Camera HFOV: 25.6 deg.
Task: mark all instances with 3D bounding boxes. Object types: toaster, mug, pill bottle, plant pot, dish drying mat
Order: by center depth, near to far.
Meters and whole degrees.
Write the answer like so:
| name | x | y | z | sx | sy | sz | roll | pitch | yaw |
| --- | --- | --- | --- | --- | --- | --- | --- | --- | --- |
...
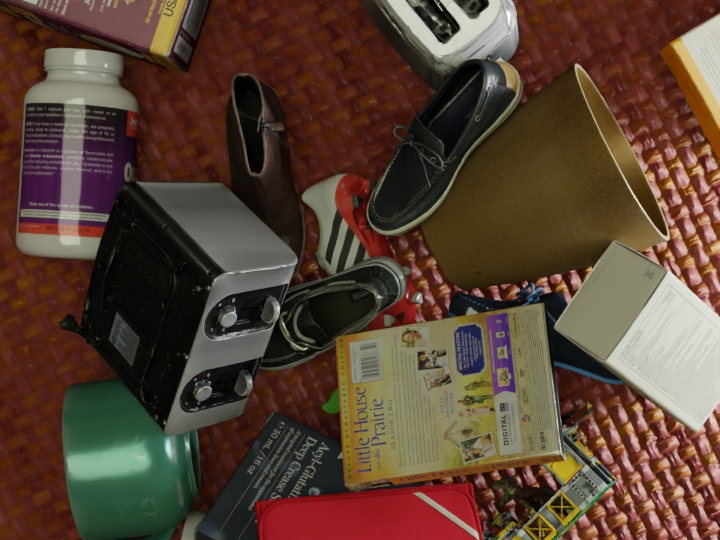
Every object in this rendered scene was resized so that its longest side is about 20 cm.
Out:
| name | x | y | z | sx | sy | sz | roll | pitch | yaw |
| --- | --- | --- | --- | --- | --- | --- | --- | --- | --- |
| dish drying mat | 0.008 | 0.229 | 1.414 | 0.199 | 0.018 | 0.077 | -4 | 54 | -8 |
| toaster | -0.167 | 0.026 | 1.472 | 0.200 | 0.118 | 0.181 | 42 | 123 | 37 |
| plant pot | 0.162 | -0.069 | 1.512 | 0.200 | 0.186 | 0.187 | -27 | 89 | 16 |
| toaster | 0.069 | -0.265 | 1.525 | 0.114 | 0.129 | 0.200 | -38 | 89 | 1 |
| mug | -0.214 | 0.185 | 1.537 | 0.114 | 0.185 | 0.153 | -7 | 66 | -1 |
| pill bottle | -0.274 | -0.111 | 1.545 | 0.112 | 0.112 | 0.201 | 4 | 90 | 2 |

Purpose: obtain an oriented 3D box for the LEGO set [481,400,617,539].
| name | x | y | z | sx | sy | sz | roll | pitch | yaw |
| --- | --- | --- | --- | --- | --- | --- | --- | --- | --- |
| LEGO set | 0.158 | 0.199 | 1.498 | 0.116 | 0.200 | 0.154 | 45 | 106 | 13 |

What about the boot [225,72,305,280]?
| name | x | y | z | sx | sy | sz | roll | pitch | yaw |
| --- | --- | --- | --- | --- | --- | --- | --- | --- | --- |
| boot | -0.098 | -0.083 | 1.511 | 0.072 | 0.166 | 0.201 | -7 | 90 | 2 |

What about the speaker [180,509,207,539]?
| name | x | y | z | sx | sy | sz | roll | pitch | yaw |
| --- | --- | --- | --- | --- | --- | --- | --- | --- | --- |
| speaker | -0.080 | 0.290 | 1.555 | 0.199 | 0.081 | 0.082 | 10 | 90 | 2 |

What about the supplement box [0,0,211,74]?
| name | x | y | z | sx | sy | sz | roll | pitch | yaw |
| --- | --- | --- | --- | --- | --- | --- | --- | --- | --- |
| supplement box | -0.253 | -0.275 | 1.535 | 0.199 | 0.131 | 0.104 | 19 | 91 | 3 |

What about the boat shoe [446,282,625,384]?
| name | x | y | z | sx | sy | sz | roll | pitch | yaw |
| --- | --- | --- | --- | --- | --- | --- | --- | --- | --- |
| boat shoe | 0.180 | 0.049 | 1.545 | 0.199 | 0.084 | 0.069 | 17 | 101 | -21 |

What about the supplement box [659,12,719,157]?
| name | x | y | z | sx | sy | sz | roll | pitch | yaw |
| --- | --- | --- | --- | --- | --- | --- | --- | --- | --- |
| supplement box | 0.410 | -0.213 | 1.541 | 0.200 | 0.074 | 0.126 | -29 | 89 | 2 |

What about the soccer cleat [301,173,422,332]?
| name | x | y | z | sx | sy | sz | roll | pitch | yaw |
| --- | --- | --- | --- | --- | --- | --- | --- | --- | --- |
| soccer cleat | 0.000 | 0.000 | 1.564 | 0.085 | 0.069 | 0.201 | -4 | 112 | 42 |

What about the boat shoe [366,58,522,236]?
| name | x | y | z | sx | sy | sz | roll | pitch | yaw |
| --- | --- | --- | --- | --- | --- | --- | --- | --- | --- |
| boat shoe | 0.068 | -0.118 | 1.472 | 0.200 | 0.062 | 0.075 | -49 | 55 | 16 |

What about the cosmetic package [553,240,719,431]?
| name | x | y | z | sx | sy | sz | roll | pitch | yaw |
| --- | --- | --- | --- | --- | --- | --- | --- | --- | --- |
| cosmetic package | 0.278 | 0.065 | 1.486 | 0.104 | 0.200 | 0.073 | -54 | 46 | 0 |

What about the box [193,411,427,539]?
| name | x | y | z | sx | sy | sz | roll | pitch | yaw |
| --- | --- | --- | --- | --- | --- | --- | --- | --- | --- |
| box | -0.033 | 0.252 | 1.472 | 0.199 | 0.107 | 0.149 | 25 | 54 | 12 |

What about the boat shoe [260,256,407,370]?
| name | x | y | z | sx | sy | sz | roll | pitch | yaw |
| --- | --- | --- | --- | --- | --- | --- | --- | --- | --- |
| boat shoe | -0.048 | 0.044 | 1.521 | 0.200 | 0.071 | 0.072 | -32 | 90 | 32 |

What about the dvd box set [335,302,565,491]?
| name | x | y | z | sx | sy | sz | roll | pitch | yaw |
| --- | --- | --- | --- | --- | --- | --- | --- | --- | --- |
| dvd box set | 0.079 | 0.115 | 1.440 | 0.199 | 0.029 | 0.147 | -11 | 65 | 12 |

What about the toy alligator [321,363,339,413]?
| name | x | y | z | sx | sy | sz | roll | pitch | yaw |
| --- | --- | --- | --- | --- | --- | --- | --- | --- | --- |
| toy alligator | 0.042 | 0.086 | 1.515 | 0.200 | 0.059 | 0.054 | -21 | 89 | 28 |
